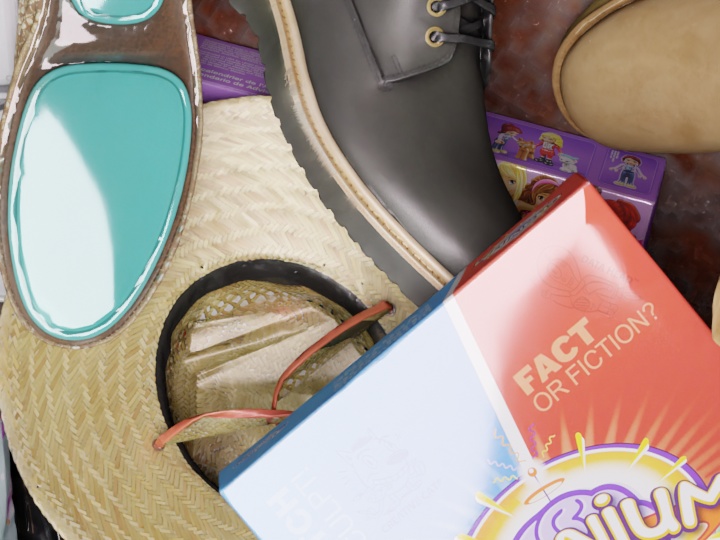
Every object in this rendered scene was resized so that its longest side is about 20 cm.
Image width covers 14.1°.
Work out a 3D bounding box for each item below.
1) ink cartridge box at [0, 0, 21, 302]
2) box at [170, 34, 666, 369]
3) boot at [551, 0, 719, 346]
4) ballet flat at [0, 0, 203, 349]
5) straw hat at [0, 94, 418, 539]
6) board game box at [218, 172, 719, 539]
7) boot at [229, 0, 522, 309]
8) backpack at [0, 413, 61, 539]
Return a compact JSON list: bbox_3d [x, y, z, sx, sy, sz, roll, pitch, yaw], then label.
[{"bbox_3d":[-0.176,-0.100,1.033,0.145,0.084,0.201,6,120,11],"label":"ink cartridge box"},{"bbox_3d":[0.000,0.000,1.070,0.199,0.039,0.137,15,120,6],"label":"box"},{"bbox_3d":[0.131,-0.035,0.923,0.174,0.200,0.066,-12,118,20],"label":"boot"},{"bbox_3d":[-0.086,-0.076,0.978,0.070,0.065,0.201,7,97,-12],"label":"ballet flat"},{"bbox_3d":[-0.028,0.047,1.025,0.200,0.202,0.085,17,163,4],"label":"straw hat"},{"bbox_3d":[0.075,0.095,0.922,0.153,0.040,0.200,-40,95,2],"label":"board game box"},{"bbox_3d":[0.034,-0.094,0.953,0.138,0.077,0.201,-36,76,24],"label":"boot"},{"bbox_3d":[-0.198,0.108,1.130,0.166,0.127,0.201,8,117,14],"label":"backpack"}]
